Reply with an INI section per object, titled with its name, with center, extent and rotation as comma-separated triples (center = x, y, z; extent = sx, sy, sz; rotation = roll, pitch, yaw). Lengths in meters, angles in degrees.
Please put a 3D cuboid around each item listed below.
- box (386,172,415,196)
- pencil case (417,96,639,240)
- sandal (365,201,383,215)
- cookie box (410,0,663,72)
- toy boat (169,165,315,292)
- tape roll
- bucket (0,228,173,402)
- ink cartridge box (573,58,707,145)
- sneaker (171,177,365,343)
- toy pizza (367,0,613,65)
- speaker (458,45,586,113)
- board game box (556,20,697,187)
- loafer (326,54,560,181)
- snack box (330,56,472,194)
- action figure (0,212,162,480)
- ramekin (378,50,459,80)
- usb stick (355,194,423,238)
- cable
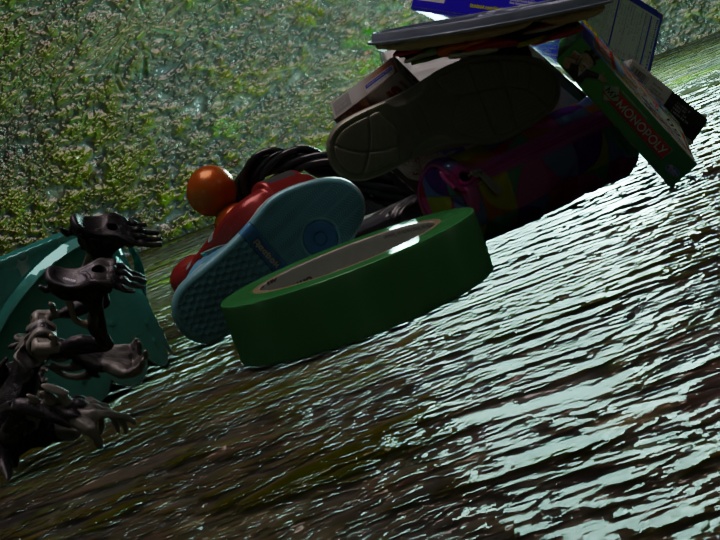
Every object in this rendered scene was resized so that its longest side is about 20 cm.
[box]
center = 0.124, -0.137, 1.410
extent = 0.198, 0.107, 0.122
rotation = -20, 6, 10
[pencil case]
center = 0.143, -0.084, 1.060
extent = 0.198, 0.089, 0.088
rotation = -25, 8, -26
[sandal]
center = -0.063, -0.050, 1.422
extent = 0.198, 0.077, 0.043
rotation = -19, 9, 18
[cookie box]
center = 0.178, -0.259, 1.240
extent = 0.170, 0.076, 0.199
rotation = 19, 5, 42
[toy boat]
center = -0.130, -0.048, 1.265
extent = 0.130, 0.131, 0.200
rotation = -26, -14, -46
[tape roll]
center = -0.003, 0.010, 0.911
extent = 0.198, 0.049, 0.200
rotation = -21, 7, 3
[bucket]
center = -0.271, 0.048, 1.057
extent = 0.205, 0.136, 0.207
rotation = -21, 8, 3
[ink cartridge box]
center = 0.265, -0.162, 1.240
extent = 0.037, 0.094, 0.200
rotation = -54, 8, -2
[sneaker]
center = -0.088, -0.016, 1.129
extent = 0.199, 0.080, 0.131
rotation = -35, 7, -5
[toy pizza]
center = 0.104, -0.190, 0.993
extent = 0.197, 0.032, 0.200
rotation = -10, 12, 2
[speaker]
center = 0.164, -0.150, 1.156
extent = 0.080, 0.082, 0.199
rotation = -17, -21, 29
[board game box]
center = 0.219, -0.147, 1.038
extent = 0.029, 0.135, 0.200
rotation = -41, 6, 18
[loafer]
center = 0.064, -0.130, 1.024
extent = 0.197, 0.073, 0.063
rotation = -19, 10, -1
[snack box]
center = 0.061, -0.107, 1.100
extent = 0.072, 0.200, 0.025
rotation = -34, 45, 19
[action figure]
center = -0.191, 0.067, 0.826
extent = 0.201, 0.101, 0.119
rotation = -60, 20, 28
[ramekin]
center = 0.086, -0.152, 1.256
extent = 0.093, 0.205, 0.202
rotation = -17, 7, 1
[usb stick]
center = 0.001, -0.036, 1.244
extent = 0.055, 0.033, 0.199
rotation = -26, 3, -34
[cable]
center = -0.034, -0.078, 1.316
extent = 0.197, 0.164, 0.051
rotation = -3, 53, 25
